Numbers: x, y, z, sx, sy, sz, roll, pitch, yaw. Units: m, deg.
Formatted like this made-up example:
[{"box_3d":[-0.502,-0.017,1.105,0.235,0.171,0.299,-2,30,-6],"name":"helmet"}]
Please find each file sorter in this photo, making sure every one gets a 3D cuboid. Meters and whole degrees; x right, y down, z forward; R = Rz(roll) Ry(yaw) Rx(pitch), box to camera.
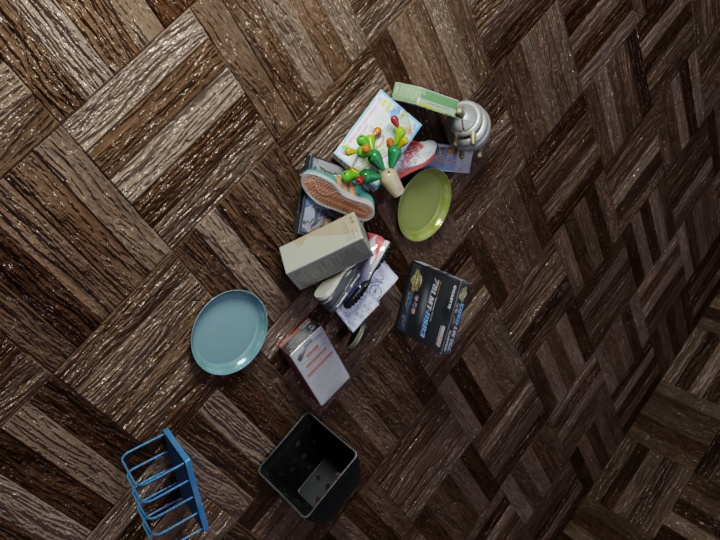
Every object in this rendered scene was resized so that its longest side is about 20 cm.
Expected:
[{"box_3d":[-0.432,0.487,1.509,0.121,0.138,0.205,-22,120,-30],"name":"file sorter"}]

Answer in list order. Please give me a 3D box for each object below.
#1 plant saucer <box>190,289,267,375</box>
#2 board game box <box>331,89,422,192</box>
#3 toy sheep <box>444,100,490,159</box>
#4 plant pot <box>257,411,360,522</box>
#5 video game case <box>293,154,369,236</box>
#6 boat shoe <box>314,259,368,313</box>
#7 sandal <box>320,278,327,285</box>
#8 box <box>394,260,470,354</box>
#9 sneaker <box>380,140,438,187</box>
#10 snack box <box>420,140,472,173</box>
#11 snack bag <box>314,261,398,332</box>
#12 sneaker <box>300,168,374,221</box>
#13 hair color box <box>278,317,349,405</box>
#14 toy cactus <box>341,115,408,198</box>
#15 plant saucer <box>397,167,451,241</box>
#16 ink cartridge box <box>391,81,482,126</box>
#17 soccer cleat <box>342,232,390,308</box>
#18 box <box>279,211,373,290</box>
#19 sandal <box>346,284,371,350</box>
[{"box_3d":[-0.302,0.139,1.566,0.197,0.027,0.205,-16,116,-36],"name":"plant saucer"},{"box_3d":[0.040,-0.311,1.643,0.134,0.034,0.202,38,77,-7],"name":"board game box"},{"box_3d":[0.283,-0.379,1.812,0.140,0.136,0.200,-62,161,-3],"name":"toy sheep"},{"box_3d":[-0.113,0.533,1.784,0.200,0.198,0.179,-47,143,-18],"name":"plant pot"},{"box_3d":[-0.064,-0.159,1.638,0.197,0.025,0.186,13,86,-42],"name":"video game case"},{"box_3d":[-0.032,0.018,1.631,0.201,0.072,0.063,-49,120,-31],"name":"boat shoe"},{"box_3d":[-0.077,-0.015,1.672,0.074,0.045,0.206,2,77,-38],"name":"sandal"},{"box_3d":[0.192,0.097,1.870,0.049,0.197,0.205,6,103,-39],"name":"box"},{"box_3d":[0.109,-0.304,1.724,0.199,0.067,0.109,-34,127,-15],"name":"sneaker"},{"box_3d":[0.233,-0.308,1.872,0.197,0.024,0.074,-3,109,-41],"name":"snack box"},{"box_3d":[-0.011,0.019,1.733,0.200,0.021,0.190,-44,105,-20],"name":"snack bag"},{"box_3d":[-0.053,-0.188,1.592,0.197,0.081,0.071,27,128,-26],"name":"sneaker"},{"box_3d":[-0.116,0.233,1.743,0.111,0.063,0.202,-41,130,-20],"name":"hair color box"},{"box_3d":[0.052,-0.248,1.580,0.200,0.102,0.166,-45,107,-27],"name":"toy cactus"},{"box_3d":[0.166,-0.180,1.850,0.197,0.031,0.205,-20,122,-34],"name":"plant saucer"},{"box_3d":[0.190,-0.409,1.675,0.143,0.198,0.049,4,107,-41],"name":"ink cartridge box"},{"box_3d":[0.000,0.000,1.702,0.202,0.072,0.068,-58,172,-12],"name":"soccer cleat"},{"box_3d":[-0.079,-0.043,1.582,0.196,0.079,0.095,-24,149,6],"name":"box"},{"box_3d":[-0.013,0.106,1.787,0.056,0.080,0.207,11,84,-11],"name":"sandal"}]
